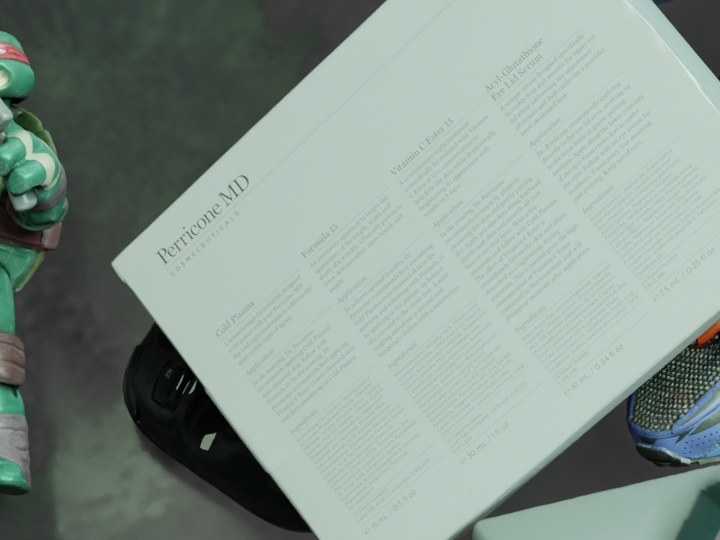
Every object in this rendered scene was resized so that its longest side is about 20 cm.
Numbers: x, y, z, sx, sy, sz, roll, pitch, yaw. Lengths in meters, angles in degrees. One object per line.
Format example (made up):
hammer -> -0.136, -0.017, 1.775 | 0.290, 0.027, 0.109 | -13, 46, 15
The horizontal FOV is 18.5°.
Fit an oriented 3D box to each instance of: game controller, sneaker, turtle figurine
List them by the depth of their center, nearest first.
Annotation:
sneaker -> 0.136, -0.025, 0.791 | 0.075, 0.078, 0.201 | 2, 65, 51
turtle figurine -> -0.154, -0.021, 0.812 | 0.149, 0.100, 0.202 | -4, 77, 38
game controller -> 0.000, 0.000, 0.840 | 0.104, 0.042, 0.201 | 36, 72, 0

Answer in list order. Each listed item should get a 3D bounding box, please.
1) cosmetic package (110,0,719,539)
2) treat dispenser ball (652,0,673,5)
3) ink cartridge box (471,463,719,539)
cosmetic package -> 0.034, -0.009, 0.746 | 0.200, 0.052, 0.151 | -41, 80, 17
treat dispenser ball -> 0.087, -0.197, 0.827 | 0.199, 0.201, 0.203 | -1, 67, 2
ink cartridge box -> 0.158, 0.122, 0.702 | 0.198, 0.044, 0.174 | -10, 29, -18
